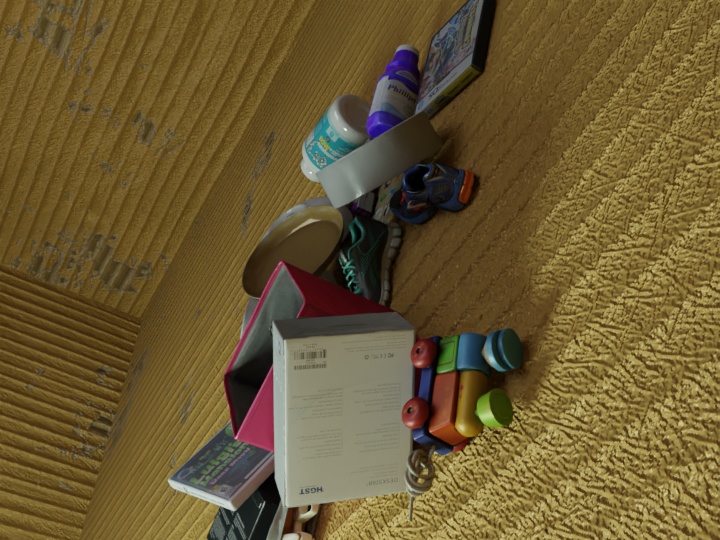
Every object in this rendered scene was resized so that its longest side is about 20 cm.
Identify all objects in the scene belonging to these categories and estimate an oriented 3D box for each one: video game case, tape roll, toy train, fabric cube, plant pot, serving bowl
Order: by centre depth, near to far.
[{"bbox_3d":[0.108,0.156,0.801,0.115,0.084,0.201,-23,44,43],"label":"toy train"},{"bbox_3d":[-0.048,0.131,1.036,0.197,0.198,0.200,-63,20,8],"label":"fabric cube"},{"bbox_3d":[0.029,-0.176,1.224,0.199,0.067,0.200,-29,9,5],"label":"tape roll"},{"bbox_3d":[-0.188,0.290,1.242,0.181,0.023,0.200,-1,32,46],"label":"video game case"},{"bbox_3d":[-0.105,-0.025,1.245,0.199,0.028,0.201,-26,35,19],"label":"plant pot"},{"bbox_3d":[0.162,-0.375,1.330,0.181,0.025,0.201,-35,36,55],"label":"video game case"},{"bbox_3d":[-0.112,-0.067,1.386,0.199,0.066,0.201,-30,26,16],"label":"serving bowl"},{"bbox_3d":[-0.022,-0.142,1.506,0.200,0.036,0.183,-42,31,53],"label":"video game case"}]

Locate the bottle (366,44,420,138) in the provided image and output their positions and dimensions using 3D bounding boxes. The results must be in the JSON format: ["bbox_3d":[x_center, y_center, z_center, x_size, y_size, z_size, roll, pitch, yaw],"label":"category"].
[{"bbox_3d":[0.069,-0.328,1.430,0.065,0.083,0.201,-33,37,56],"label":"bottle"}]

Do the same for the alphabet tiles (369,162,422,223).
[{"bbox_3d":[0.051,-0.132,1.367,0.200,0.006,0.168,-25,44,62],"label":"alphabet tiles"}]

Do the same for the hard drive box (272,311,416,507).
[{"bbox_3d":[-0.021,0.158,0.895,0.077,0.154,0.202,-142,52,-70],"label":"hard drive box"}]

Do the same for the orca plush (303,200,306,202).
[{"bbox_3d":[-0.126,-0.045,1.627,0.071,0.105,0.201,47,112,35],"label":"orca plush"}]

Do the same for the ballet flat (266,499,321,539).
[{"bbox_3d":[-0.088,0.355,1.081,0.063,0.067,0.201,-23,47,47],"label":"ballet flat"}]

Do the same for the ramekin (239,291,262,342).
[{"bbox_3d":[-0.129,0.136,1.275,0.200,0.104,0.202,4,-90,-86],"label":"ramekin"}]

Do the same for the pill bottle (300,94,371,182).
[{"bbox_3d":[-0.052,-0.270,1.632,0.200,0.110,0.112,-44,29,47],"label":"pill bottle"}]

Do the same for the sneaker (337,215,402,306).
[{"bbox_3d":[0.000,0.000,1.219,0.078,0.091,0.201,-39,33,53],"label":"sneaker"}]

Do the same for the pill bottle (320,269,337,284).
[{"bbox_3d":[-0.116,0.042,1.436,0.200,0.112,0.113,-11,57,66],"label":"pill bottle"}]

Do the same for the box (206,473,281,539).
[{"bbox_3d":[-0.166,0.399,1.205,0.142,0.078,0.200,-69,19,-2],"label":"box"}]

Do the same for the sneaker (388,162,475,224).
[{"bbox_3d":[0.091,-0.124,1.147,0.200,0.078,0.076,-18,50,64],"label":"sneaker"}]
